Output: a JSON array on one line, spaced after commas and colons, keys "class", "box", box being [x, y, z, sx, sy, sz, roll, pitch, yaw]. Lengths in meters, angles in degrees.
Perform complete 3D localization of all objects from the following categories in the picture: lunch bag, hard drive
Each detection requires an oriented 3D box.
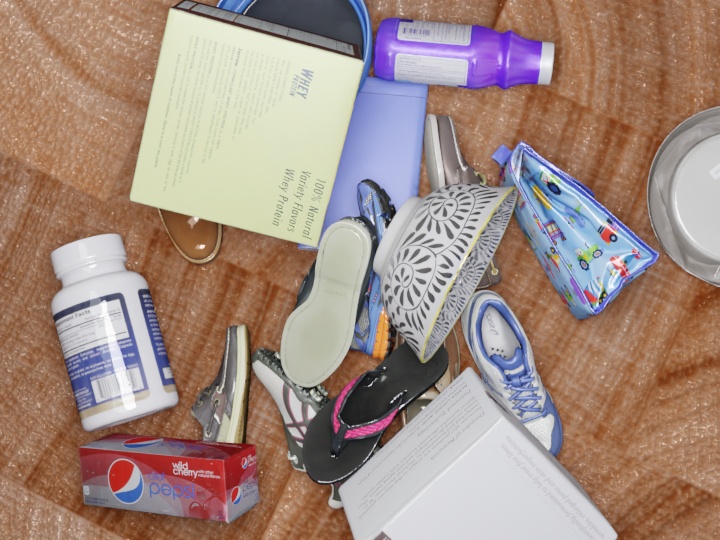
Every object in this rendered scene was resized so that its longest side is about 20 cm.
[{"class": "lunch bag", "box": [0.209, -0.051, 1.301, 0.094, 0.151, 0.200, -41, 84, 0]}, {"class": "hard drive", "box": [0.003, -0.119, 1.385, 0.130, 0.025, 0.203, 5, 86, 4]}]

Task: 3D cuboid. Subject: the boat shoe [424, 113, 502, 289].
[{"class": "boat shoe", "box": [0.113, -0.077, 1.352, 0.059, 0.072, 0.203, -10, 88, -3]}]

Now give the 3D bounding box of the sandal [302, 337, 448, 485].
[{"class": "sandal", "box": [0.011, 0.139, 1.277, 0.200, 0.045, 0.075, -45, 71, -8]}]

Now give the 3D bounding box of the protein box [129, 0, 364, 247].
[{"class": "protein box", "box": [-0.116, -0.157, 1.267, 0.198, 0.135, 0.201, 14, 106, -5]}]

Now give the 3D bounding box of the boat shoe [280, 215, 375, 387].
[{"class": "boat shoe", "box": [-0.030, 0.029, 1.278, 0.074, 0.066, 0.201, 19, 116, 10]}]

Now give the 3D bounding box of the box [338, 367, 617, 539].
[{"class": "box", "box": [0.117, 0.250, 1.251, 0.200, 0.131, 0.199, -42, 111, 5]}]

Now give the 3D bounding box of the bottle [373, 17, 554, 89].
[{"class": "bottle", "box": [0.116, -0.240, 1.358, 0.197, 0.084, 0.066, 6, 118, 4]}]

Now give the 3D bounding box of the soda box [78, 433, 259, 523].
[{"class": "soda box", "box": [-0.208, 0.221, 1.311, 0.198, 0.063, 0.071, 0, 98, 29]}]

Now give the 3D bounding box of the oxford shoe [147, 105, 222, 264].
[{"class": "oxford shoe", "box": [-0.208, -0.105, 1.378, 0.071, 0.071, 0.202, -17, 86, 1]}]

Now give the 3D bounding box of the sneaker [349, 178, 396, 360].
[{"class": "sneaker", "box": [0.000, 0.000, 1.332, 0.077, 0.075, 0.203, 3, 102, 8]}]

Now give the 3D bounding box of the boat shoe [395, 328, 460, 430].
[{"class": "boat shoe", "box": [0.075, 0.127, 1.336, 0.075, 0.072, 0.203, -5, 85, 4]}]

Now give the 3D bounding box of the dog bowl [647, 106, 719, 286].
[{"class": "dog bowl", "box": [0.410, -0.078, 1.335, 0.197, 0.059, 0.203, 0, 85, 4]}]

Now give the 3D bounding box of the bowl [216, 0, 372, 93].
[{"class": "bowl", "box": [-0.079, -0.253, 1.378, 0.198, 0.039, 0.203, -2, 84, 16]}]

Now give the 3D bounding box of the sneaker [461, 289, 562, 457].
[{"class": "sneaker", "box": [0.162, 0.119, 1.322, 0.075, 0.088, 0.202, -26, 87, -1]}]

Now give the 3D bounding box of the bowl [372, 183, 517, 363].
[{"class": "bowl", "box": [0.073, -0.016, 1.238, 0.094, 0.201, 0.202, 29, 88, 11]}]

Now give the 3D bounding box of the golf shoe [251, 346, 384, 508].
[{"class": "golf shoe", "box": [-0.061, 0.172, 1.343, 0.200, 0.077, 0.088, 45, 99, 8]}]

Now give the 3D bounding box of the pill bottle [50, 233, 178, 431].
[{"class": "pill bottle", "box": [-0.279, 0.067, 1.348, 0.110, 0.111, 0.202, -17, 84, 3]}]

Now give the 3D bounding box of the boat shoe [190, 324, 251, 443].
[{"class": "boat shoe", "box": [-0.158, 0.159, 1.350, 0.064, 0.073, 0.203, 6, 86, 0]}]
